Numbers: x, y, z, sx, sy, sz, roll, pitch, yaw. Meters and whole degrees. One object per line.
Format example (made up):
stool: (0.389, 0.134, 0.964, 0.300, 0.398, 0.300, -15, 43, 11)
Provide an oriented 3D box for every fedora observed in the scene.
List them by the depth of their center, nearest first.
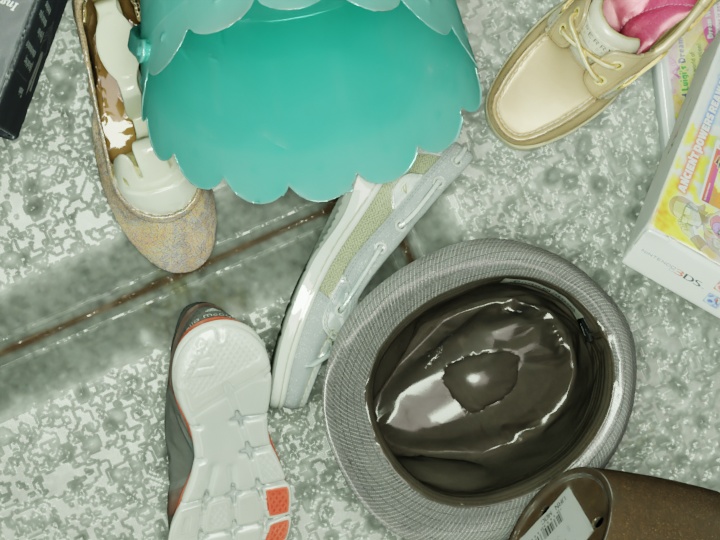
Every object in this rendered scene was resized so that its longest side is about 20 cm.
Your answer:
fedora: (0.068, 0.074, 1.558, 0.200, 0.090, 0.177, -34, 94, -9)

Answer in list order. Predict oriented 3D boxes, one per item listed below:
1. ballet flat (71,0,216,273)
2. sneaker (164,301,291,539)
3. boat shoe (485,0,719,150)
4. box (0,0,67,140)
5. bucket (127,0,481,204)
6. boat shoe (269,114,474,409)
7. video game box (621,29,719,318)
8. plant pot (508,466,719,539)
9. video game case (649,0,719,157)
ballet flat: (-0.138, -0.093, 1.559, 0.068, 0.067, 0.200, -19, 92, -4)
sneaker: (-0.087, 0.110, 1.568, 0.077, 0.082, 0.200, -2, 113, -16)
boat shoe: (0.155, -0.151, 1.567, 0.200, 0.069, 0.074, -42, 85, 9)
box: (-0.228, -0.190, 1.486, 0.117, 0.197, 0.200, 20, 89, -4)
bucket: (-0.038, -0.147, 1.486, 0.207, 0.207, 0.135, -7, 58, -5)
boat shoe: (0.000, -0.001, 1.570, 0.065, 0.074, 0.202, 26, 81, -1)
video game box: (0.268, -0.037, 1.526, 0.182, 0.047, 0.200, 31, 49, -5)
plant pot: (0.186, 0.202, 1.497, 0.200, 0.187, 0.187, 32, 88, -26)
video game case: (0.277, -0.135, 1.615, 0.182, 0.024, 0.200, -7, 92, -4)
